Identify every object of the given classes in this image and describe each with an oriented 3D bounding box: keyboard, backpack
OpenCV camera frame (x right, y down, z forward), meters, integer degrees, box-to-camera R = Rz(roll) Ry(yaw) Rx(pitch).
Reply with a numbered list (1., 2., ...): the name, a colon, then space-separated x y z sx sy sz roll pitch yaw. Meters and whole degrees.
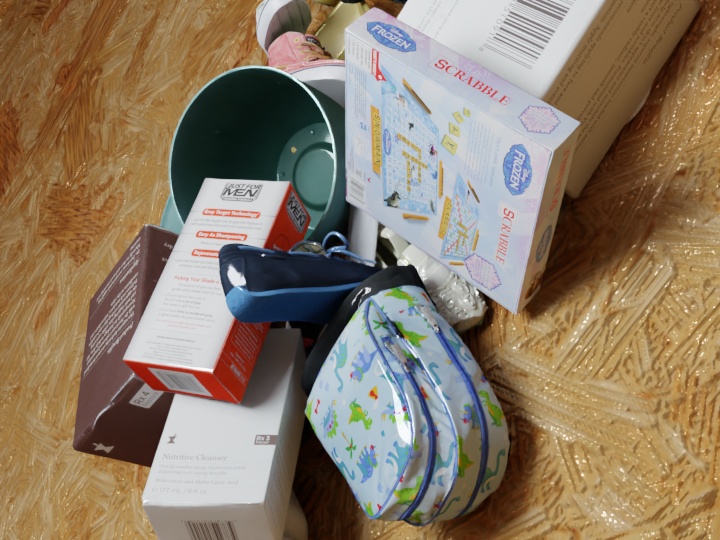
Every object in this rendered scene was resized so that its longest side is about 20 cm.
1. keyboard: 0.000 0.000 0.986 0.056 0.011 0.203 27 115 58
2. backpack: 0.036 0.118 0.833 0.200 0.153 0.164 47 121 25

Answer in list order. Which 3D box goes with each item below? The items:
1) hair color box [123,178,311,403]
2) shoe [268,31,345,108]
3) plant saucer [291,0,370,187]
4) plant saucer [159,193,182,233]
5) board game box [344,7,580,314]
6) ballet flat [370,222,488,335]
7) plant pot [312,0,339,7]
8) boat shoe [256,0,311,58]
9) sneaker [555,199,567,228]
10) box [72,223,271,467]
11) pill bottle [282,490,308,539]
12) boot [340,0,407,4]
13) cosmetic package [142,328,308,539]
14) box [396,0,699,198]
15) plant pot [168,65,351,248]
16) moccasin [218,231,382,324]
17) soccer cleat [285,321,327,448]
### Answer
1. hair color box: -0.127 0.014 0.913 0.100 0.061 0.202 5 59 26
2. shoe: -0.058 -0.235 1.157 0.199 0.071 0.092 -3 68 54
3. plant saucer: -0.030 -0.215 1.210 0.200 0.048 0.201 -46 39 20
4. plant saucer: -0.202 -0.091 1.353 0.199 0.036 0.202 -30 46 36
5. board game box: 0.072 -0.085 0.819 0.199 0.201 0.041 36 60 23
6. ballet flat: 0.046 -0.007 0.952 0.072 0.071 0.200 -56 35 7
7. plant pot: -0.047 -0.452 1.278 0.201 0.198 0.191 51 123 52
8. boat shoe: -0.107 -0.311 1.260 0.073 0.200 0.067 -29 80 -11
9. sneaker: 0.118 -0.060 0.925 0.200 0.070 0.077 44 121 57
10. box: -0.205 0.093 1.107 0.166 0.163 0.202 -43 39 39
11. pill bottle: -0.113 0.242 0.954 0.115 0.114 0.200 -52 39 12
12. boot: 0.068 -0.378 1.137 0.200 0.077 0.168 -47 30 -11
13. cosmetic package: -0.114 0.149 0.905 0.111 0.082 0.202 -2 43 7
14. box: 0.150 -0.208 0.881 0.200 0.130 0.200 38 97 42
15. plant pot: -0.076 -0.104 1.063 0.198 0.160 0.204 1 92 27
16. moccasin: -0.041 0.001 0.875 0.080 0.199 0.069 -37 66 26
17. soccer cleat: -0.052 0.086 1.031 0.067 0.073 0.203 10 94 17
